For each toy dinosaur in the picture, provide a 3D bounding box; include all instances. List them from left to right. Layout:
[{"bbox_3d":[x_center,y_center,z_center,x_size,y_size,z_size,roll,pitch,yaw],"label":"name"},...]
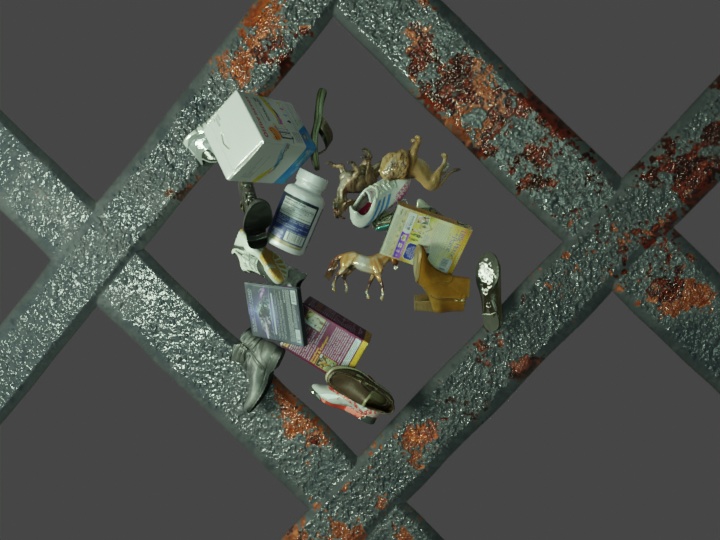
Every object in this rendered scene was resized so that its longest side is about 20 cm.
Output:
[{"bbox_3d":[-0.004,-0.223,1.368,0.197,0.086,0.138,-25,117,-15],"label":"toy dinosaur"}]

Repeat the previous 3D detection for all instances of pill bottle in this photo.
[{"bbox_3d":[-0.156,-0.151,1.374,0.109,0.111,0.203,25,97,2],"label":"pill bottle"}]

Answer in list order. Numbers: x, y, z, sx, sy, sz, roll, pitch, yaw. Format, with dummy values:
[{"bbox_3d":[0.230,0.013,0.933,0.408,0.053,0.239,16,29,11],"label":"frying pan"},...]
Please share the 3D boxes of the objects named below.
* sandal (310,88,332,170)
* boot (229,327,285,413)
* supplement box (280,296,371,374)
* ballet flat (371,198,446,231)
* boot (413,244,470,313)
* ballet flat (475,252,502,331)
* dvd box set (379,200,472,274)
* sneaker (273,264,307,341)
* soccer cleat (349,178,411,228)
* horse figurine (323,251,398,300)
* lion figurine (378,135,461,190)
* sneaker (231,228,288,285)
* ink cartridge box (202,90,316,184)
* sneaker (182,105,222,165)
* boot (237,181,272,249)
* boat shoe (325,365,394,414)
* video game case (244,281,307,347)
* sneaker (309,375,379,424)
[{"bbox_3d":[-0.095,-0.356,1.368,0.056,0.080,0.205,7,96,-10],"label":"sandal"},{"bbox_3d":[-0.298,0.267,1.457,0.130,0.070,0.203,26,86,5],"label":"boot"},{"bbox_3d":[-0.087,0.180,1.404,0.198,0.103,0.132,32,100,0],"label":"supplement box"},{"bbox_3d":[0.124,-0.146,1.377,0.196,0.068,0.077,-4,79,7],"label":"ballet flat"},{"bbox_3d":[0.206,0.019,1.360,0.141,0.071,0.204,-4,123,0],"label":"boot"},{"bbox_3d":[0.338,0.055,1.388,0.066,0.046,0.204,-6,90,37],"label":"ballet flat"},{"bbox_3d":[0.162,-0.077,1.353,0.196,0.030,0.148,17,123,-4],"label":"dvd box set"},{"bbox_3d":[-0.191,0.090,1.415,0.080,0.075,0.204,13,96,9],"label":"sneaker"},{"bbox_3d":[0.051,-0.189,1.340,0.070,0.087,0.200,39,79,28],"label":"soccer cleat"},{"bbox_3d":[0.000,0.000,1.402,0.196,0.050,0.135,10,84,10],"label":"horse figurine"},{"bbox_3d":[0.147,-0.246,1.329,0.197,0.072,0.124,26,86,-15],"label":"lion figurine"},{"bbox_3d":[-0.262,-0.017,1.399,0.200,0.075,0.088,47,113,29],"label":"sneaker"},{"bbox_3d":[-0.238,-0.311,1.288,0.144,0.199,0.149,-37,77,30],"label":"ink cartridge box"},{"bbox_3d":[-0.353,-0.345,1.398,0.198,0.075,0.116,-32,97,17],"label":"sneaker"},{"bbox_3d":[-0.270,-0.167,1.320,0.068,0.201,0.177,-9,65,-19],"label":"boot"},{"bbox_3d":[0.006,0.299,1.338,0.200,0.075,0.076,27,100,-22],"label":"boat shoe"},{"bbox_3d":[-0.213,0.106,1.348,0.197,0.019,0.146,5,106,41],"label":"video game case"},{"bbox_3d":[-0.029,0.316,1.432,0.199,0.067,0.109,26,96,-2],"label":"sneaker"}]
